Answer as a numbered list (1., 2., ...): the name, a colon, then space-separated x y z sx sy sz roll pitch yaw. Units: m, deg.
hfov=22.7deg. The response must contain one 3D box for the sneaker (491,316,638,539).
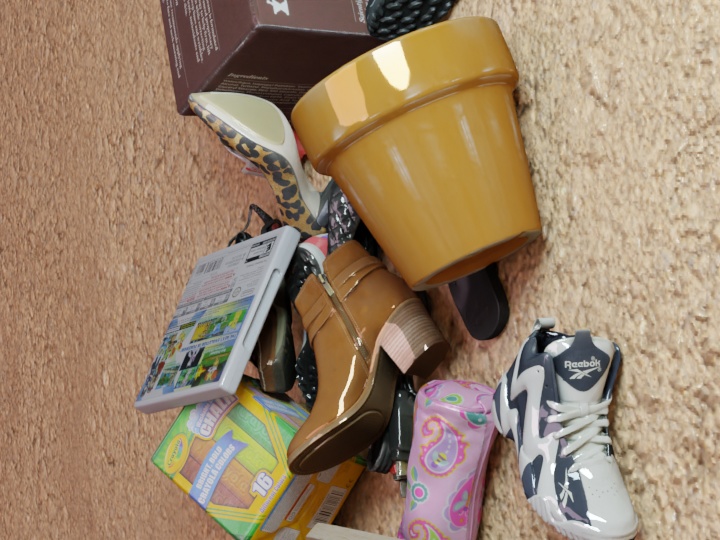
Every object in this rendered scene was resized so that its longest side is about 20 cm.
1. sneaker: 0.175 0.118 1.444 0.200 0.079 0.130 -112 27 -50

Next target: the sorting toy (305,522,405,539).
1. sorting toy: 0.042 0.326 1.576 0.199 0.070 0.200 54 155 -18

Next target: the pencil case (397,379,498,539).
1. pencil case: 0.078 0.201 1.613 0.087 0.087 0.202 29 115 56

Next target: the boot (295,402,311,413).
1. boot: -0.080 0.267 1.910 0.175 0.066 0.201 -37 59 40

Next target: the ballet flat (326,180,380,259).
1. ballet flat: 0.000 0.000 1.767 0.057 0.066 0.202 -4 89 43

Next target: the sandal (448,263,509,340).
1. sandal: 0.081 -0.027 1.643 0.075 0.045 0.201 -56 44 44

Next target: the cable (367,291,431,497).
1. cable: 0.047 0.119 1.722 0.097 0.050 0.202 -25 58 55

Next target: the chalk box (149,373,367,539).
1. chalk box: -0.117 0.182 1.821 0.200 0.124 0.125 35 95 34

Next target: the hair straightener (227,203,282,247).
1. hair straightener: -0.113 -0.020 1.914 0.200 0.076 0.041 -112 6 -59

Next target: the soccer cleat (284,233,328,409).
1. soccer cleat: -0.028 0.060 1.829 0.068 0.073 0.202 7 114 39

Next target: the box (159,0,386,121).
1. box: -0.089 -0.267 1.820 0.200 0.163 0.167 -37 58 54

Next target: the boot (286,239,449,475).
1. boot: -0.027 0.080 1.695 0.200 0.077 0.155 -49 57 12

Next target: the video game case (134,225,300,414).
1. video game case: -0.147 0.053 1.818 0.199 0.022 0.183 -17 46 56

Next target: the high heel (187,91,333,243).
1. high heel: -0.106 -0.098 1.831 0.143 0.199 0.072 -53 17 41

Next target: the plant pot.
1. plant pot: 0.065 -0.091 1.550 0.200 0.199 0.184 -36 75 54

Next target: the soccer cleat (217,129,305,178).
1. soccer cleat: -0.124 -0.166 1.960 0.201 0.085 0.069 59 138 41

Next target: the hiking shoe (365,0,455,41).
1. hiking shoe: 0.063 -0.303 1.664 0.200 0.074 0.087 -55 34 33

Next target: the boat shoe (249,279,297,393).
1. boat shoe: -0.108 0.065 1.881 0.200 0.073 0.076 -99 1 -62
